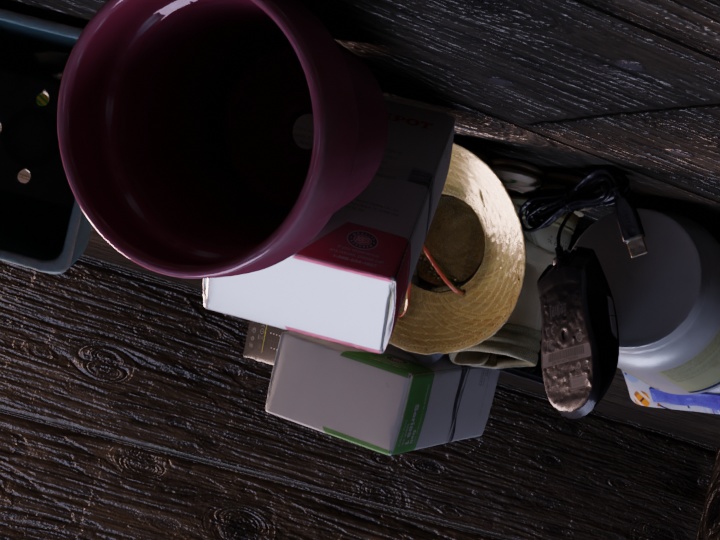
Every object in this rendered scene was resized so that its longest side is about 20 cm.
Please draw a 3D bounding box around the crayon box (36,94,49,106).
[{"bbox_3d":[-0.309,-0.162,1.774,0.200,0.051,0.127,17,173,-23],"label":"crayon box"}]

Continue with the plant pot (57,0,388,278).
[{"bbox_3d":[-0.075,-0.098,1.258,0.200,0.200,0.179,12,-172,23],"label":"plant pot"}]

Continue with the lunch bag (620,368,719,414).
[{"bbox_3d":[0.356,0.075,1.796,0.200,0.160,0.076,2,128,40],"label":"lunch bag"}]

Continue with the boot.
[{"bbox_3d":[0.099,0.009,1.696,0.200,0.155,0.072,7,169,45],"label":"boot"}]

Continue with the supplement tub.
[{"bbox_3d":[0.270,0.027,1.659,0.145,0.145,0.200,12,173,27],"label":"supplement tub"}]

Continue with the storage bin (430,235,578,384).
[{"bbox_3d":[0.163,0.026,1.826,0.200,0.135,0.094,19,-167,-43],"label":"storage bin"}]

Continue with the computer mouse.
[{"bbox_3d":[0.199,0.016,1.534,0.046,0.200,0.140,3,161,-33],"label":"computer mouse"}]

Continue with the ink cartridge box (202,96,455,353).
[{"bbox_3d":[-0.020,-0.047,1.417,0.146,0.200,0.083,14,133,8],"label":"ink cartridge box"}]

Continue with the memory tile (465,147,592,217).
[{"bbox_3d":[0.133,-0.074,1.676,0.153,0.017,0.200,15,173,1],"label":"memory tile"}]

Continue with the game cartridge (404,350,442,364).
[{"bbox_3d":[0.000,0.000,1.720,0.200,0.041,0.133,51,171,-19],"label":"game cartridge"}]

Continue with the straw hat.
[{"bbox_3d":[0.078,-0.028,1.614,0.201,0.201,0.085,10,-163,34],"label":"straw hat"}]

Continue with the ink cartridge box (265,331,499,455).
[{"bbox_3d":[0.026,0.111,1.794,0.146,0.084,0.200,17,-172,28],"label":"ink cartridge box"}]

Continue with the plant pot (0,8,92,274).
[{"bbox_3d":[-0.298,-0.116,1.580,0.196,0.196,0.200,14,-177,3],"label":"plant pot"}]

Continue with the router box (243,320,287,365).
[{"bbox_3d":[-0.035,0.013,1.953,0.150,0.200,0.062,15,-174,42],"label":"router box"}]
